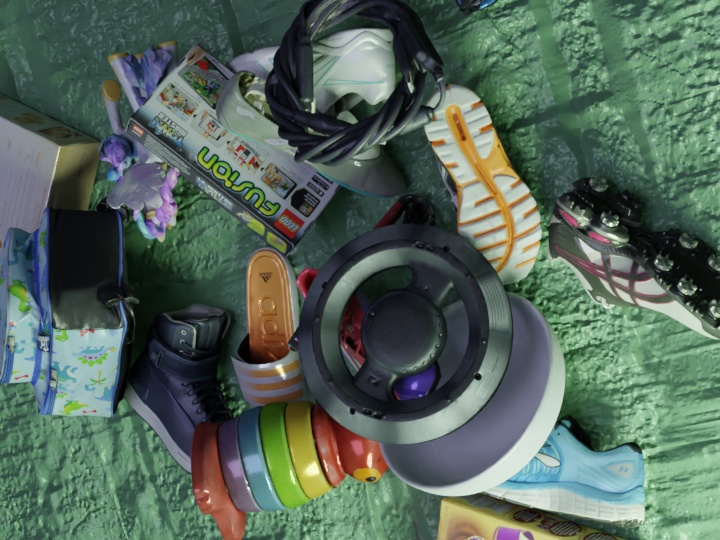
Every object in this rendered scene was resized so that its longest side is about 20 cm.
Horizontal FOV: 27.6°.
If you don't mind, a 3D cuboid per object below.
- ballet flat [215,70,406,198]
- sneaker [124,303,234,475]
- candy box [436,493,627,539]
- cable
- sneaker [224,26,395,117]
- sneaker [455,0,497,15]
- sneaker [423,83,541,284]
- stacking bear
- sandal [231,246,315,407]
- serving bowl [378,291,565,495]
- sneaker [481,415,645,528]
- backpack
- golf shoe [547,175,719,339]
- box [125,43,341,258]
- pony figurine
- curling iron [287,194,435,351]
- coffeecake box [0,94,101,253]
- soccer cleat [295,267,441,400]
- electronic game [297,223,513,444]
[{"bbox_3d":[-0.040,-0.131,1.394,0.199,0.068,0.064,23,128,-6],"label":"ballet flat"},{"bbox_3d":[-0.160,0.127,1.547,0.202,0.077,0.147,40,118,22],"label":"sneaker"},{"bbox_3d":[0.166,0.291,1.383,0.199,0.056,0.117,13,103,28],"label":"candy box"},{"bbox_3d":[-0.011,-0.177,1.332,0.163,0.051,0.200,-35,51,10],"label":"cable"},{"bbox_3d":[-0.054,-0.186,1.439,0.199,0.070,0.081,-5,97,32],"label":"sneaker"},{"bbox_3d":[0.069,-0.287,1.343,0.199,0.073,0.113,-3,95,31],"label":"sneaker"},{"bbox_3d":[0.113,-0.083,1.353,0.078,0.077,0.201,-18,106,3],"label":"sneaker"},{"bbox_3d":[-0.056,0.181,1.453,0.199,0.122,0.114,-14,54,7],"label":"stacking bear"},{"bbox_3d":[-0.101,0.082,1.514,0.079,0.059,0.208,-6,94,33],"label":"sandal"},{"bbox_3d":[0.111,0.121,1.349,0.200,0.066,0.201,-29,43,30],"label":"serving bowl"},{"bbox_3d":[0.177,0.178,1.362,0.199,0.078,0.090,7,79,32],"label":"sneaker"},{"bbox_3d":[-0.317,0.052,1.559,0.184,0.146,0.201,-104,19,-45],"label":"backpack"},{"bbox_3d":[0.250,0.002,1.288,0.200,0.077,0.088,41,136,23],"label":"golf shoe"},{"bbox_3d":[-0.116,-0.117,1.429,0.200,0.110,0.035,39,155,-2],"label":"box"},{"bbox_3d":[-0.203,-0.129,1.510,0.193,0.166,0.201,0,103,64],"label":"pony figurine"},{"bbox_3d":[0.000,0.000,1.384,0.200,0.026,0.049,-45,51,-17],"label":"curling iron"},{"bbox_3d":[-0.403,-0.106,1.665,0.199,0.073,0.154,25,110,26],"label":"coffeecake box"},{"bbox_3d":[0.003,0.062,1.394,0.068,0.073,0.200,-49,41,3],"label":"soccer cleat"},{"bbox_3d":[0.039,0.056,1.322,0.199,0.042,0.201,-3,78,15],"label":"electronic game"}]
